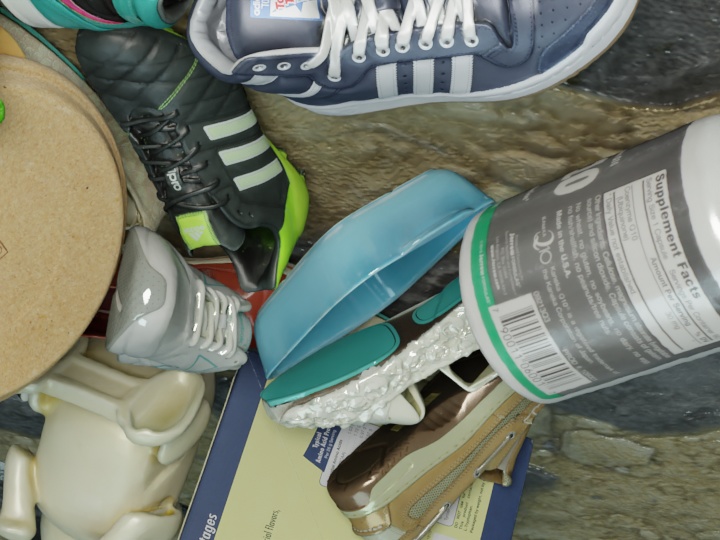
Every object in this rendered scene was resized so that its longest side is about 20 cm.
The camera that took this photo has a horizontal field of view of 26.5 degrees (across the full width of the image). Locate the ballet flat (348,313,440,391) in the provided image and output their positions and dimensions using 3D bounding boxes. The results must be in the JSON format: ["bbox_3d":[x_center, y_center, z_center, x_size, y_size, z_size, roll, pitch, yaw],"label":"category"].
[{"bbox_3d":[0.030,0.079,1.051,0.200,0.070,0.069,25,149,-25],"label":"ballet flat"}]

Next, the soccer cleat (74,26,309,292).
[{"bbox_3d":[-0.086,-0.059,0.815,0.067,0.081,0.200,-5,148,28],"label":"soccer cleat"}]

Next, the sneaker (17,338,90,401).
[{"bbox_3d":[-0.194,0.095,1.151,0.075,0.077,0.200,-12,146,34],"label":"sneaker"}]

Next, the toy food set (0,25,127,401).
[{"bbox_3d":[-0.205,-0.016,0.768,0.049,0.198,0.200,26,169,40],"label":"toy food set"}]

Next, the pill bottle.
[{"bbox_3d":[0.159,-0.011,0.773,0.200,0.113,0.113,-22,139,34],"label":"pill bottle"}]

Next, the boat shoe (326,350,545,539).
[{"bbox_3d":[0.072,0.101,0.949,0.076,0.200,0.072,56,165,-15],"label":"boat shoe"}]

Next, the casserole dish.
[{"bbox_3d":[0.000,0.000,0.883,0.039,0.121,0.200,55,149,8],"label":"casserole dish"}]

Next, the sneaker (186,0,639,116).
[{"bbox_3d":[0.014,-0.114,0.661,0.200,0.070,0.108,-9,166,39],"label":"sneaker"}]

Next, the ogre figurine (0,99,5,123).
[{"bbox_3d":[-0.233,-0.149,0.660,0.199,0.120,0.098,20,155,-14],"label":"ogre figurine"}]

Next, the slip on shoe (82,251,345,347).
[{"bbox_3d":[-0.108,0.027,0.993,0.199,0.061,0.074,8,131,6],"label":"slip on shoe"}]

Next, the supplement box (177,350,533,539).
[{"bbox_3d":[-0.016,0.190,0.996,0.199,0.201,0.134,17,151,0],"label":"supplement box"}]

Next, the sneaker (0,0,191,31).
[{"bbox_3d":[-0.119,-0.161,0.629,0.120,0.084,0.200,6,160,20],"label":"sneaker"}]

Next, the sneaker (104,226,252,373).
[{"bbox_3d":[-0.099,0.022,0.866,0.080,0.071,0.200,13,172,-2],"label":"sneaker"}]

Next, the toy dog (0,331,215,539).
[{"bbox_3d":[-0.173,0.135,1.056,0.139,0.194,0.201,15,119,8],"label":"toy dog"}]

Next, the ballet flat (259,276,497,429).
[{"bbox_3d":[0.039,0.052,0.898,0.200,0.072,0.072,-30,143,5],"label":"ballet flat"}]

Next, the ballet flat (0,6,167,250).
[{"bbox_3d":[-0.169,-0.075,0.837,0.067,0.063,0.200,-7,147,35],"label":"ballet flat"}]
